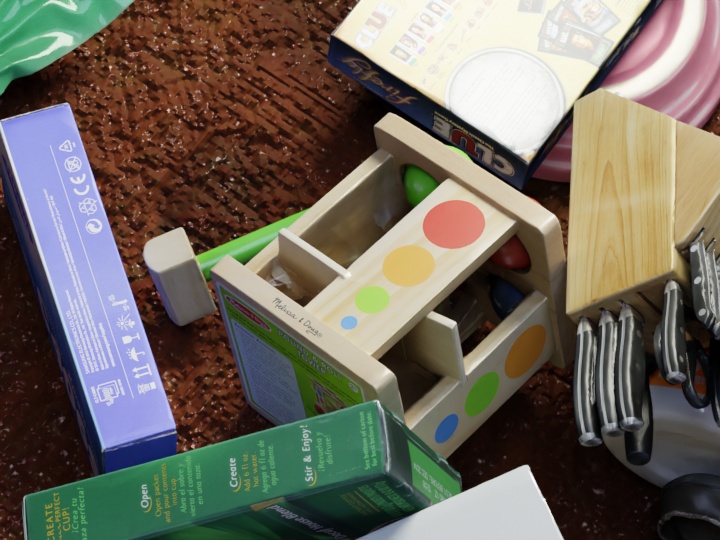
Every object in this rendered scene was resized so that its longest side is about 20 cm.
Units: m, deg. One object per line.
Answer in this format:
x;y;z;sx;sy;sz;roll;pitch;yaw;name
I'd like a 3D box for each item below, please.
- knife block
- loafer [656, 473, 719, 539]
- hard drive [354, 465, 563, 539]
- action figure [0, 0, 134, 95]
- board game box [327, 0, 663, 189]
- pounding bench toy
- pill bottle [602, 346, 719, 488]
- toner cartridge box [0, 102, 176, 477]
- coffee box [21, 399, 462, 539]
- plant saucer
0.143;0.009;1.577;0.176;0.064;0.200;-52;35;-6;knife block
0.230;0.187;1.594;0.200;0.073;0.071;40;67;12;loafer
0.017;0.192;1.460;0.200;0.027;0.132;-24;63;-3;hard drive
-0.236;-0.117;1.701;0.118;0.055;0.200;39;75;11;action figure
0.092;-0.161;1.706;0.135;0.035;0.200;34;67;10;board game box
0.000;0.000;1.627;0.200;0.124;0.156;34;65;30;pounding bench toy
0.211;0.019;1.648;0.113;0.113;0.200;20;65;4;pill bottle
-0.148;0.020;1.625;0.043;0.095;0.200;-15;67;-12;toner cartridge box
-0.057;0.127;1.529;0.199;0.123;0.044;-16;63;16;coffee box
0.122;-0.151;1.751;0.200;0.051;0.201;2;65;-4;plant saucer
